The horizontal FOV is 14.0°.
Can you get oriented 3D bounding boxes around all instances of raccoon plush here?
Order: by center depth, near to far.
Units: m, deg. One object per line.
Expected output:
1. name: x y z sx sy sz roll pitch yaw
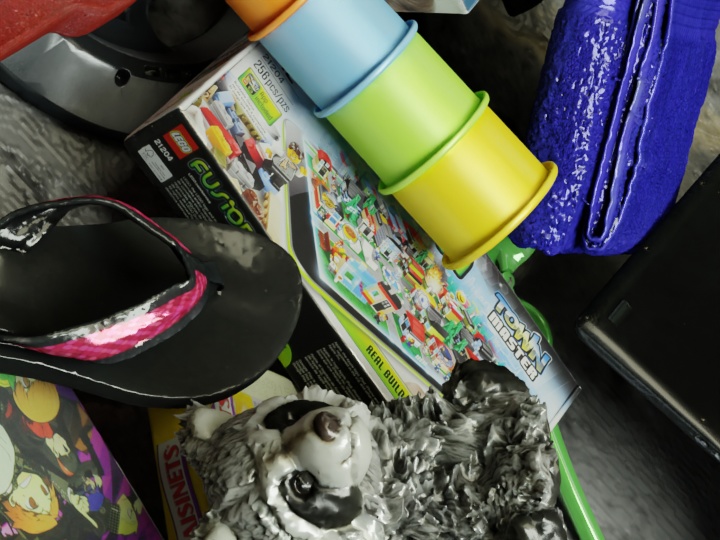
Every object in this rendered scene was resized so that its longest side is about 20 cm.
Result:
1. raccoon plush: 0.003 0.118 1.065 0.134 0.200 0.097 -7 37 -7

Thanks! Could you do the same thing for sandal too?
1. sandal: -0.101 0.005 1.029 0.200 0.045 0.075 4 57 -33

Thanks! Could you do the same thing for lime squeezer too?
1. lime squeezer: 0.070 0.020 1.256 0.071 0.038 0.200 50 30 -53

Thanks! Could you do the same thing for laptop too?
1. laptop: 0.180 0.073 1.279 0.200 0.116 0.187 42 43 3

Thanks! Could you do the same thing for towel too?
1. towel: 0.126 -0.100 1.231 0.148 0.049 0.201 -1 108 -65

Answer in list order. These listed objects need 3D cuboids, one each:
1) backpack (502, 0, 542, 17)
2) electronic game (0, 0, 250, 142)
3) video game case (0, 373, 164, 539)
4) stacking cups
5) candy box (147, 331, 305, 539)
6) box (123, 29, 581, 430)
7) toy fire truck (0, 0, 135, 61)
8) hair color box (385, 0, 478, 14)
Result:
1. backpack: 0.043 -0.239 1.276 0.190 0.154 0.200 38 81 -13
2. electronic game: -0.100 -0.146 1.198 0.200 0.042 0.201 15 63 -33
3. video game case: -0.180 0.066 0.998 0.200 0.036 0.182 -28 86 -47
4. stacking cups: -0.013 -0.090 1.132 0.200 0.060 0.061 46 43 -9
5. candy box: -0.030 0.127 1.077 0.102 0.026 0.201 25 47 -52
6. box: 0.000 0.000 1.159 0.200 0.035 0.110 54 39 -10
7. toy fire truck: -0.184 -0.153 1.077 0.200 0.112 0.168 53 43 0
8. hair color box: -0.020 -0.193 1.137 0.061 0.100 0.200 -54 130 -29
